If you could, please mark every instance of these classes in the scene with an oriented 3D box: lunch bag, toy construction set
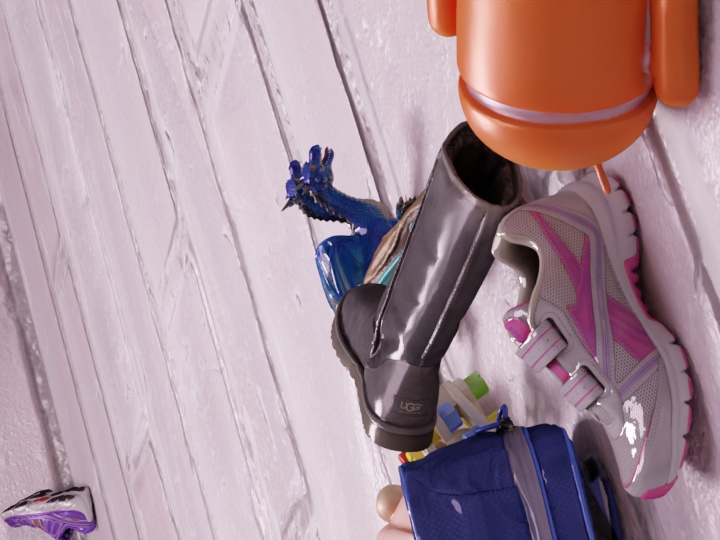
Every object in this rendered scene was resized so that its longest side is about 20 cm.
[{"bbox_3d":[0.104,0.186,1.474,0.136,0.131,0.201,83,174,-89],"label":"lunch bag"},{"bbox_3d":[0.054,0.100,1.646,0.131,0.092,0.200,60,-176,-33],"label":"toy construction set"}]

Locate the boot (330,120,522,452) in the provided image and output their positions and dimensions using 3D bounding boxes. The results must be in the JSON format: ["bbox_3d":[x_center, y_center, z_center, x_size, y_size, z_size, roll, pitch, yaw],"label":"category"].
[{"bbox_3d":[0.041,-0.007,1.482,0.182,0.072,0.201,-114,30,-55],"label":"boot"}]

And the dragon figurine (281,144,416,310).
[{"bbox_3d":[0.000,0.000,1.747,0.059,0.099,0.201,-171,71,-73],"label":"dragon figurine"}]

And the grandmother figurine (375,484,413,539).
[{"bbox_3d":[0.060,0.210,1.765,0.200,0.060,0.122,165,85,-76],"label":"grandmother figurine"}]

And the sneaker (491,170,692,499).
[{"bbox_3d":[0.130,0.043,1.353,0.081,0.088,0.201,113,142,-63],"label":"sneaker"}]

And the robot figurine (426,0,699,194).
[{"bbox_3d":[0.108,-0.141,1.257,0.117,0.143,0.201,-95,4,-58],"label":"robot figurine"}]

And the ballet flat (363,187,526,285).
[{"bbox_3d":[0.059,-0.036,1.587,0.200,0.067,0.073,129,156,-59],"label":"ballet flat"}]

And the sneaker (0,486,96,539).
[{"bbox_3d":[-0.494,0.395,3.635,0.199,0.080,0.084,-9,103,46],"label":"sneaker"}]
